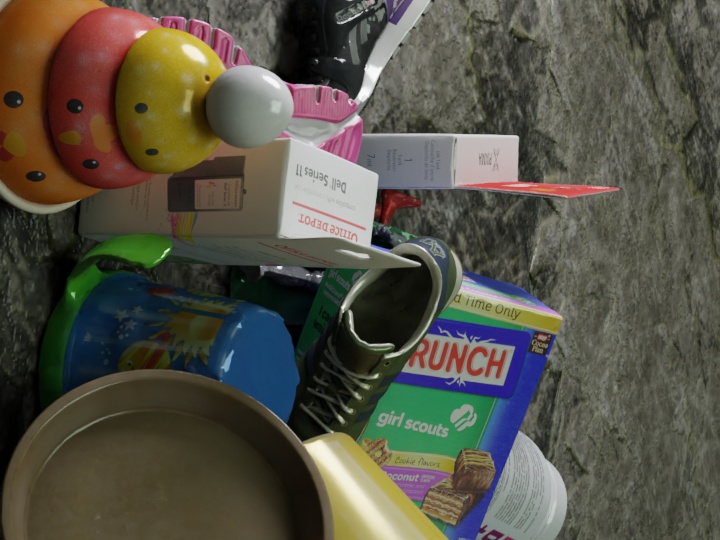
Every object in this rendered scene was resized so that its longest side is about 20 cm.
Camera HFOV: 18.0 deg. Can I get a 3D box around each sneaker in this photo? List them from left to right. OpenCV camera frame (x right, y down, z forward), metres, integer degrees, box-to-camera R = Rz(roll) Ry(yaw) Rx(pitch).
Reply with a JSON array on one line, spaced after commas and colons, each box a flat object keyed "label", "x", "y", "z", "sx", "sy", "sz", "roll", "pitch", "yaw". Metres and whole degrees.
[{"label": "sneaker", "x": -0.099, "y": -0.109, "z": 1.544, "sx": 0.200, "sy": 0.088, "sz": 0.081, "roll": 25, "pitch": 74, "yaw": -34}, {"label": "sneaker", "x": -0.026, "y": -0.169, "z": 1.695, "sx": 0.088, "sy": 0.076, "sz": 0.200, "roll": 41, "pitch": 60, "yaw": -18}, {"label": "sneaker", "x": -0.006, "y": 0.057, "z": 1.515, "sx": 0.200, "sy": 0.067, "sz": 0.090, "roll": -53, "pitch": 170, "yaw": -3}]

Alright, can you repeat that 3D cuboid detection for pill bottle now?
[{"label": "pill bottle", "x": 0.086, "y": 0.170, "z": 1.842, "sx": 0.200, "sy": 0.113, "sz": 0.114, "roll": 32, "pitch": 64, "yaw": -56}]

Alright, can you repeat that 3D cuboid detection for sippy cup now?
[{"label": "sippy cup", "x": -0.116, "y": 0.068, "z": 1.469, "sx": 0.178, "sy": 0.130, "sz": 0.140, "roll": 40, "pitch": 57, "yaw": -53}]

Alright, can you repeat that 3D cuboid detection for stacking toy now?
[{"label": "stacking toy", "x": -0.128, "y": -0.105, "z": 1.365, "sx": 0.146, "sy": 0.200, "sz": 0.146, "roll": -7, "pitch": 98, "yaw": -57}]

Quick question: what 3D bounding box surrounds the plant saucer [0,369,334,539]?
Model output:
[{"label": "plant saucer", "x": -0.115, "y": 0.151, "z": 1.345, "sx": 0.200, "sy": 0.200, "sz": 0.029, "roll": -64, "pitch": -179, "yaw": -35}]

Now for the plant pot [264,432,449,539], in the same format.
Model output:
[{"label": "plant pot", "x": -0.014, "y": 0.215, "z": 1.445, "sx": 0.189, "sy": 0.201, "sz": 0.201, "roll": 56, "pitch": 26, "yaw": 15}]

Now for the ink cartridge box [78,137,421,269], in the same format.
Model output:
[{"label": "ink cartridge box", "x": -0.068, "y": -0.043, "z": 1.475, "sx": 0.117, "sy": 0.200, "sz": 0.067, "roll": 19, "pitch": 76, "yaw": -59}]

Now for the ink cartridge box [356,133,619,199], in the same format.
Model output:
[{"label": "ink cartridge box", "x": 0.094, "y": -0.082, "z": 1.742, "sx": 0.200, "sy": 0.176, "sz": 0.045, "roll": -11, "pitch": 103, "yaw": -73}]

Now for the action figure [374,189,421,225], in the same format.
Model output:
[{"label": "action figure", "x": 0.028, "y": 0.048, "z": 1.759, "sx": 0.099, "sy": 0.065, "sz": 0.200, "roll": 21, "pitch": 71, "yaw": -23}]

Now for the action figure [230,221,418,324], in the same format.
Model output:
[{"label": "action figure", "x": 0.000, "y": 0.000, "z": 1.680, "sx": 0.200, "sy": 0.055, "sz": 0.118, "roll": 14, "pitch": 91, "yaw": -37}]

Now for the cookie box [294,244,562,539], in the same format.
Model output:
[{"label": "cookie box", "x": 0.030, "y": 0.095, "z": 1.650, "sx": 0.171, "sy": 0.075, "sz": 0.200, "roll": 15, "pitch": 101, "yaw": -30}]
